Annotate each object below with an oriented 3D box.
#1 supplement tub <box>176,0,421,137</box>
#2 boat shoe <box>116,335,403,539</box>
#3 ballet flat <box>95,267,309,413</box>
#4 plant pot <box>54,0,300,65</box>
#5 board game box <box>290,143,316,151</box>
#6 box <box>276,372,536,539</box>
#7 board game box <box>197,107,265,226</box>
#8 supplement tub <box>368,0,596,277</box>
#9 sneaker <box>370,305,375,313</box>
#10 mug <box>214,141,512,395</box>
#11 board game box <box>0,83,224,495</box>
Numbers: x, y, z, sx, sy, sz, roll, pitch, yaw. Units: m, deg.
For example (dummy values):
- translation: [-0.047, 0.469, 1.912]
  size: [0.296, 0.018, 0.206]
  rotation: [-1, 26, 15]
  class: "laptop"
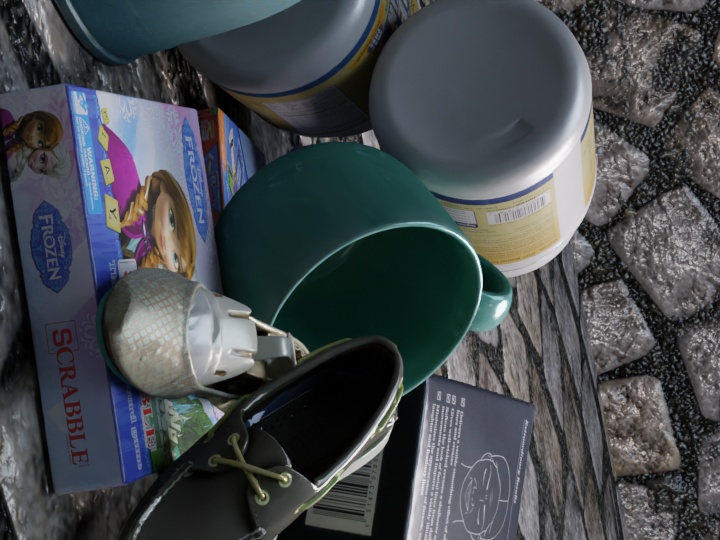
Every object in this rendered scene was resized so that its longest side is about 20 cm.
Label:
- translation: [-0.038, -0.171, 1.206]
  size: [0.200, 0.144, 0.145]
  rotation: [28, 54, -73]
  class: "supplement tub"
- translation: [-0.051, 0.100, 0.911]
  size: [0.202, 0.072, 0.060]
  rotation: [-37, 159, -38]
  class: "boat shoe"
- translation: [-0.073, 0.036, 0.927]
  size: [0.200, 0.062, 0.068]
  rotation: [31, 54, -72]
  class: "ballet flat"
- translation: [-0.073, -0.234, 1.015]
  size: [0.200, 0.187, 0.201]
  rotation: [-10, 90, -76]
  class: "plant pot"
- translation: [-0.012, -0.020, 1.468]
  size: [0.200, 0.032, 0.121]
  rotation: [40, 46, -70]
  class: "board game box"
- translation: [0.030, 0.149, 1.224]
  size: [0.200, 0.107, 0.149]
  rotation: [22, 75, -61]
  class: "box"
- translation: [-0.080, 0.002, 1.190]
  size: [0.103, 0.019, 0.201]
  rotation: [47, 36, -70]
  class: "board game box"
- translation: [0.087, -0.084, 1.209]
  size: [0.200, 0.144, 0.145]
  rotation: [68, 17, -68]
  class: "supplement tub"
- translation: [0.015, 0.033, 1.263]
  size: [0.074, 0.088, 0.200]
  rotation: [-63, -170, 3]
  class: "sneaker"
- translation: [-0.010, 0.005, 1.103]
  size: [0.114, 0.152, 0.185]
  rotation: [52, 5, 40]
  class: "mug"
- translation: [-0.123, 0.007, 0.961]
  size: [0.199, 0.041, 0.201]
  rotation: [-10, 91, -77]
  class: "board game box"
